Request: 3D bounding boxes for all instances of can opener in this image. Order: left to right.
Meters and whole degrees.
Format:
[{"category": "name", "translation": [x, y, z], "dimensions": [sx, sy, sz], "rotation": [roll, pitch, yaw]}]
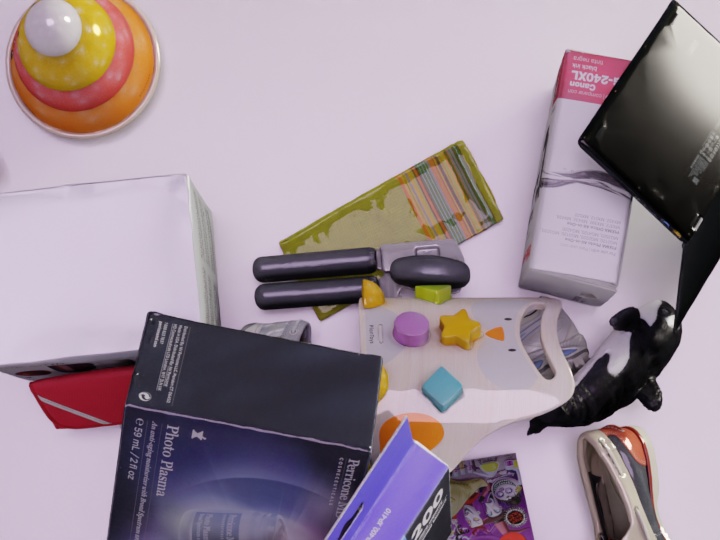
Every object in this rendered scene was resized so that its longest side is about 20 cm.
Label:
[{"category": "can opener", "translation": [0.000, 0.000, 1.661], "dimensions": [0.198, 0.067, 0.053], "rotation": [-5, 73, 4]}]

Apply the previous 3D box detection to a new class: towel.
[{"category": "towel", "translation": [0.029, -0.038, 1.699], "dimensions": [0.199, 0.018, 0.086], "rotation": [-29, 84, -3]}]

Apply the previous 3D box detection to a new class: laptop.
[{"category": "laptop", "translation": [0.275, -0.090, 1.603], "dimensions": [0.200, 0.116, 0.188], "rotation": [41, 59, -9]}]

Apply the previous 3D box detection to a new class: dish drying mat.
[{"category": "dish drying mat", "translation": [-0.185, 0.109, 1.606], "dimensions": [0.198, 0.077, 0.018], "rotation": [-6, 49, 11]}]

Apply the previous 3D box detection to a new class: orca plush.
[{"category": "orca plush", "translation": [0.236, 0.096, 1.617], "dimensions": [0.071, 0.199, 0.106], "rotation": [33, 125, 26]}]

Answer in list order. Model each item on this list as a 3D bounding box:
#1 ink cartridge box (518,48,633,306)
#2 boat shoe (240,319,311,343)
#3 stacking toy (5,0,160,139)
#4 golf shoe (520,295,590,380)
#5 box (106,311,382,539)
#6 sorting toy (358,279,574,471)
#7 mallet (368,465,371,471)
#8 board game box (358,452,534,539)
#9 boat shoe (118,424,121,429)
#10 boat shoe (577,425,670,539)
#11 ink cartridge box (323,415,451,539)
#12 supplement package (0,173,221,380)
[{"category": "ink cartridge box", "translation": [0.200, -0.079, 1.639], "dimensions": [0.083, 0.145, 0.202], "rotation": [11, 83, 3]}, {"category": "boat shoe", "translation": [-0.074, 0.144, 1.641], "dimensions": [0.064, 0.074, 0.204], "rotation": [-8, 72, 25]}, {"category": "stacking toy", "translation": [-0.259, -0.205, 1.627], "dimensions": [0.145, 0.200, 0.147], "rotation": [0, 83, 0]}, {"category": "golf shoe", "translation": [0.109, 0.092, 1.669], "dimensions": [0.199, 0.078, 0.098], "rotation": [-21, 63, -4]}, {"category": "box", "translation": [-0.097, 0.160, 1.488], "dimensions": [0.197, 0.124, 0.201], "rotation": [10, 128, -3]}, {"category": "sorting toy", "translation": [0.092, 0.075, 1.587], "dimensions": [0.178, 0.107, 0.201], "rotation": [-7, 42, 3]}, {"category": "mallet", "translation": [0.006, 0.210, 1.618], "dimensions": [0.065, 0.041, 0.201], "rotation": [-11, 53, -4]}, {"category": "board game box", "translation": [0.052, 0.231, 1.633], "dimensions": [0.198, 0.032, 0.121], "rotation": [-9, 52, -1]}, {"category": "boat shoe", "translation": [-0.139, 0.188, 1.646], "dimensions": [0.071, 0.072, 0.200], "rotation": [-38, 83, 0]}, {"category": "boat shoe", "translation": [0.238, 0.238, 1.628], "dimensions": [0.062, 0.071, 0.202], "rotation": [-1, 77, -40]}, {"category": "ink cartridge box", "translation": [0.007, 0.242, 1.464], "dimensions": [0.043, 0.200, 0.199], "rotation": [26, 67, 20]}, {"category": "supplement package", "translation": [-0.226, 0.011, 1.603], "dimensions": [0.190, 0.200, 0.148], "rotation": [-6, 83, 0]}]
